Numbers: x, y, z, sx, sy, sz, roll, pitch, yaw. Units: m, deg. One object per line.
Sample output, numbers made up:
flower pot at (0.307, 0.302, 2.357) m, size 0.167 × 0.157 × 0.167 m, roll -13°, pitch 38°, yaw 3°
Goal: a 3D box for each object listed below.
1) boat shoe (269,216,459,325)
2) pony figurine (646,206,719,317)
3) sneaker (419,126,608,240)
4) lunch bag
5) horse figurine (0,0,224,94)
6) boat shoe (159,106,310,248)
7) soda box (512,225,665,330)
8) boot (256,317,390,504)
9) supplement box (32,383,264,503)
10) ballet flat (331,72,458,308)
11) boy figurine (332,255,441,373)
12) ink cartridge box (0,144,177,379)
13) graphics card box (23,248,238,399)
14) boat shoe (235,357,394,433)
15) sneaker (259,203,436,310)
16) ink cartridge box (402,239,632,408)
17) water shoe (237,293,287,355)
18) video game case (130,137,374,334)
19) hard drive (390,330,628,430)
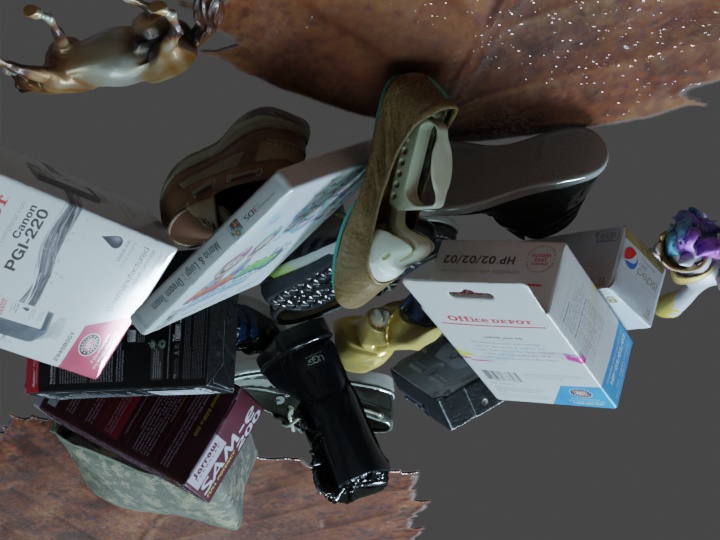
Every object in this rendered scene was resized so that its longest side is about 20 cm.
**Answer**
boat shoe at (0.000, 0.000, 1.582) m, size 0.200 × 0.060 × 0.074 m, roll -15°, pitch 150°, yaw 24°
pony figurine at (0.341, -0.001, 1.537) m, size 0.193 × 0.167 × 0.200 m, roll 0°, pitch 169°, yaw 12°
sneaker at (0.104, -0.059, 1.450) m, size 0.199 × 0.071 × 0.099 m, roll -9°, pitch 150°, yaw -6°
lunch bag at (-0.223, 0.193, 1.872) m, size 0.199 × 0.118 × 0.164 m, roll 9°, pitch 155°, yaw 8°
horse figurine at (-0.180, -0.164, 1.256) m, size 0.200 × 0.050 × 0.133 m, roll -14°, pitch 163°, yaw 10°
boat shoe at (-0.111, -0.062, 1.442) m, size 0.076 × 0.072 × 0.200 m, roll 13°, pitch 149°, yaw -27°
soda box at (0.159, 0.015, 1.496) m, size 0.200 × 0.064 × 0.068 m, roll -8°, pitch 143°, yaw 44°
boot at (-0.035, 0.143, 1.669) m, size 0.076 × 0.169 × 0.200 m, roll -19°, pitch 172°, yaw -10°
supplement box at (-0.205, 0.131, 1.674) m, size 0.200 × 0.109 × 0.061 m, roll 24°, pitch 166°, yaw 30°
ballet flat at (0.033, -0.053, 1.355) m, size 0.072 × 0.200 × 0.068 m, roll 28°, pitch -163°, yaw 37°
boy figurine at (0.047, 0.043, 1.665) m, size 0.124 × 0.065 × 0.200 m, roll -9°, pitch 165°, yaw -40°
ink cartridge box at (-0.276, -0.011, 1.449) m, size 0.200 × 0.085 × 0.146 m, roll 24°, pitch 104°, yaw -39°
graphics card box at (-0.205, 0.049, 1.555) m, size 0.200 × 0.126 × 0.051 m, roll -5°, pitch 166°, yaw 28°
boat shoe at (-0.058, 0.136, 1.837) m, size 0.199 × 0.064 × 0.071 m, roll 6°, pitch 152°, yaw -14°
sneaker at (-0.020, -0.029, 1.497) m, size 0.200 × 0.083 × 0.072 m, roll -20°, pitch 150°, yaw 40°
ink cartridge box at (0.129, 0.034, 1.401) m, size 0.115 × 0.068 × 0.200 m, roll 2°, pitch 150°, yaw 32°
water shoe at (-0.144, 0.059, 1.665) m, size 0.071 × 0.079 × 0.200 m, roll -19°, pitch 148°, yaw 30°
video game case at (-0.074, -0.031, 1.384) m, size 0.182 × 0.024 × 0.200 m, roll -42°, pitch 173°, yaw 26°
hard drive at (0.137, 0.069, 1.586) m, size 0.200 × 0.038 × 0.140 m, roll -29°, pitch -164°, yaw -10°
